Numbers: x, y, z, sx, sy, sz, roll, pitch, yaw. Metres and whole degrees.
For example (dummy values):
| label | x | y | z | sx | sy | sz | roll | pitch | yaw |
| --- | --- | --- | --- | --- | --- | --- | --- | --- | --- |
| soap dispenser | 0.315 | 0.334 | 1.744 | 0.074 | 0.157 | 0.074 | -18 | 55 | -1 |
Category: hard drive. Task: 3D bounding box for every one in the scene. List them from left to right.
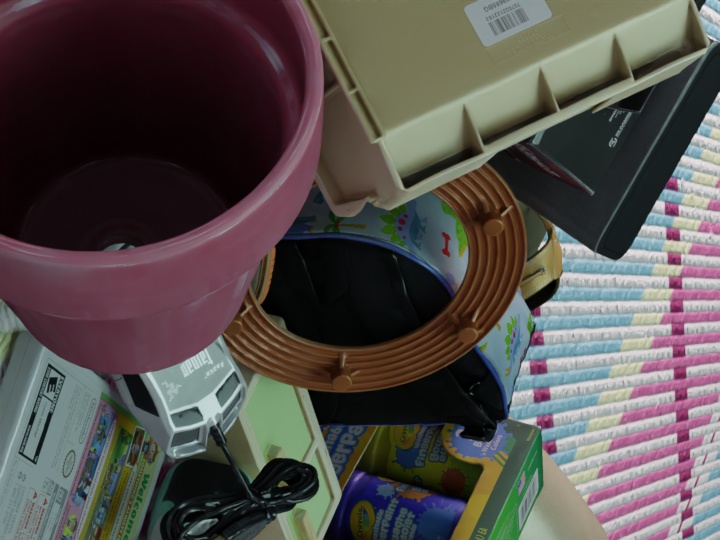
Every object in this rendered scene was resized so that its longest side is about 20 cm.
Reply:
| label | x | y | z | sx | sy | sz | roll | pitch | yaw |
| --- | --- | --- | --- | --- | --- | --- | --- | --- | --- |
| hard drive | 0.118 | -0.113 | 1.239 | 0.033 | 0.200 | 0.140 | 18 | 104 | -46 |

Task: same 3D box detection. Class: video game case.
| label | x | y | z | sx | sy | sz | roll | pitch | yaw |
| --- | --- | --- | --- | --- | --- | --- | --- | --- | --- |
| video game case | -0.177 | 0.156 | 1.140 | 0.182 | 0.022 | 0.201 | 51 | 52 | -62 |

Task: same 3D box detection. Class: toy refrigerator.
| label | x | y | z | sx | sy | sz | roll | pitch | yaw |
| --- | --- | --- | --- | --- | --- | --- | --- | --- | --- |
| toy refrigerator | -0.068 | 0.115 | 1.326 | 0.200 | 0.070 | 0.076 | 75 | 33 | -49 |

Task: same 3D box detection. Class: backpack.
| label | x | y | z | sx | sy | sz | roll | pitch | yaw |
| --- | --- | --- | --- | --- | --- | --- | --- | --- | --- |
| backpack | 0.009 | -0.002 | 1.320 | 0.200 | 0.182 | 0.147 | 61 | 37 | -47 |

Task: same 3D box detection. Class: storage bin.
| label | x | y | z | sx | sy | sz | roll | pitch | yaw |
| --- | --- | --- | --- | --- | --- | --- | --- | --- | --- |
| storage bin | 0.044 | -0.153 | 1.033 | 0.200 | 0.199 | 0.094 | -25 | 175 | -20 |

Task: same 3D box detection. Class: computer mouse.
| label | x | y | z | sx | sy | sz | roll | pitch | yaw |
| --- | --- | --- | --- | --- | --- | --- | --- | --- | --- |
| computer mouse | -0.103 | 0.066 | 1.178 | 0.110 | 0.044 | 0.200 | -32 | 105 | -35 |

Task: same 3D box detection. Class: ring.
| label | x | y | z | sx | sy | sz | roll | pitch | yaw |
| --- | --- | --- | --- | --- | --- | --- | --- | --- | --- |
| ring | 0.000 | 0.000 | 1.188 | 0.019 | 0.200 | 0.201 | -99 | -179 | -51 |

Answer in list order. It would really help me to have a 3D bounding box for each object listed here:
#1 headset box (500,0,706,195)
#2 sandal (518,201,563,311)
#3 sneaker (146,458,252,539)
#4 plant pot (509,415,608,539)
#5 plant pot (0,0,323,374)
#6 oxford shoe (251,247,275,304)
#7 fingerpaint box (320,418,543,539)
| label | x | y | z | sx | sy | sz | roll | pitch | yaw |
| --- | --- | --- | --- | --- | --- | --- | --- | --- | --- |
| headset box | 0.099 | -0.145 | 1.184 | 0.077 | 0.200 | 0.149 | 32 | 87 | -48 |
| sandal | 0.111 | 0.012 | 1.450 | 0.080 | 0.054 | 0.201 | 9 | 103 | -64 |
| sneaker | -0.110 | 0.225 | 1.231 | 0.200 | 0.077 | 0.140 | -69 | 174 | -56 |
| plant pot | 0.084 | 0.185 | 1.632 | 0.188 | 0.187 | 0.200 | -61 | 139 | -38 |
| plant pot | -0.118 | -0.045 | 0.990 | 0.179 | 0.199 | 0.200 | 94 | 16 | -61 |
| oxford shoe | -0.103 | -0.050 | 1.185 | 0.073 | 0.071 | 0.200 | -40 | 132 | -33 |
| fingerpaint box | 0.020 | 0.182 | 1.445 | 0.073 | 0.166 | 0.200 | 83 | 28 | -43 |
